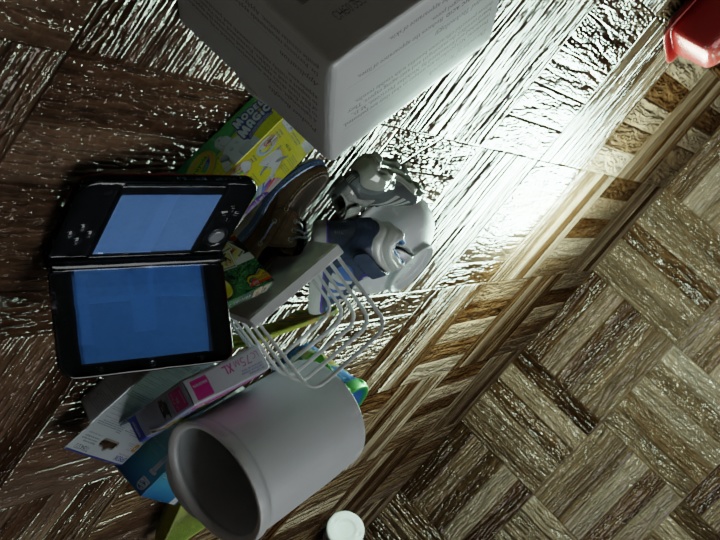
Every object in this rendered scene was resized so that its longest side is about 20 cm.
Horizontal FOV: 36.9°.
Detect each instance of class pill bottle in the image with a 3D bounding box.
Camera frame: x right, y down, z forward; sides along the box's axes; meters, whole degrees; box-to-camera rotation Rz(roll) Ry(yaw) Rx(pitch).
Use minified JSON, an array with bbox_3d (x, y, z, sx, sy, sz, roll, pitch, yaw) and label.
[{"bbox_3d":[-0.056,0.792,3.172,0.114,0.114,0.200,-36,160,-27],"label":"pill bottle"},{"bbox_3d":[-0.163,0.255,1.510,0.200,0.112,0.112,-29,156,-39],"label":"pill bottle"}]

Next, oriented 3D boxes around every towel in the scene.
[{"bbox_3d":[-0.121,0.082,1.576,0.086,0.018,0.200,-12,-176,36],"label":"towel"}]

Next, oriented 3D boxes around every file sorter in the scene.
[{"bbox_3d":[-0.080,0.053,1.359,0.139,0.125,0.200,-40,-163,-15],"label":"file sorter"}]

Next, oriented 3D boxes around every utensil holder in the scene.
[{"bbox_3d":[-0.115,0.225,1.378,0.200,0.170,0.170,-29,156,-40],"label":"utensil holder"}]

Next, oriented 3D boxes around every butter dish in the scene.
[{"bbox_3d":[0.686,-0.460,2.051,0.200,0.148,0.199,-48,161,8],"label":"butter dish"}]

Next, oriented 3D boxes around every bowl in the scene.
[{"bbox_3d":[0.049,-0.030,1.664,0.201,0.090,0.201,-40,161,-17],"label":"bowl"}]

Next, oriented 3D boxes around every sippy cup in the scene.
[{"bbox_3d":[-0.078,0.197,1.808,0.140,0.130,0.178,-19,148,-56],"label":"sippy cup"}]

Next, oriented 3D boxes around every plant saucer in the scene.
[{"bbox_3d":[-0.283,0.405,1.938,0.200,0.048,0.200,-27,155,-43],"label":"plant saucer"}]

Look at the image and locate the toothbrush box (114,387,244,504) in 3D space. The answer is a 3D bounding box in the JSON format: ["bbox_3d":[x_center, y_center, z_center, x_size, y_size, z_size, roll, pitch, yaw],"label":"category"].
[{"bbox_3d":[-0.251,0.241,1.593,0.200,0.085,0.146,-44,161,-3],"label":"toothbrush box"}]

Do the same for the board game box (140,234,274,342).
[{"bbox_3d":[-0.196,0.011,1.186,0.200,0.105,0.023,-27,160,-46],"label":"board game box"}]

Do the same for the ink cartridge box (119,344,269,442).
[{"bbox_3d":[-0.210,0.158,1.344,0.119,0.042,0.200,-24,175,-40],"label":"ink cartridge box"}]

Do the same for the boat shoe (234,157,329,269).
[{"bbox_3d":[-0.100,-0.048,1.322,0.200,0.072,0.072,-47,162,6],"label":"boat shoe"}]

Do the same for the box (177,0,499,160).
[{"bbox_3d":[-0.018,-0.237,0.889,0.200,0.199,0.131,-39,162,-21],"label":"box"}]

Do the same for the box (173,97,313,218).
[{"bbox_3d":[-0.121,-0.119,1.166,0.200,0.048,0.117,-46,163,-4],"label":"box"}]

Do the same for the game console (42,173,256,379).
[{"bbox_3d":[-0.196,0.003,1.064,0.200,0.119,0.172,-4,143,-41],"label":"game console"}]

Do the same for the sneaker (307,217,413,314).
[{"bbox_3d":[0.000,0.000,1.529,0.146,0.081,0.200,2,144,-5],"label":"sneaker"}]

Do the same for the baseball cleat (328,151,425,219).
[{"bbox_3d":[0.016,-0.112,1.482,0.106,0.070,0.200,-36,160,15],"label":"baseball cleat"}]

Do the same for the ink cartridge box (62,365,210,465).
[{"bbox_3d":[-0.287,0.167,1.426,0.200,0.043,0.196,-41,162,-4],"label":"ink cartridge box"}]
